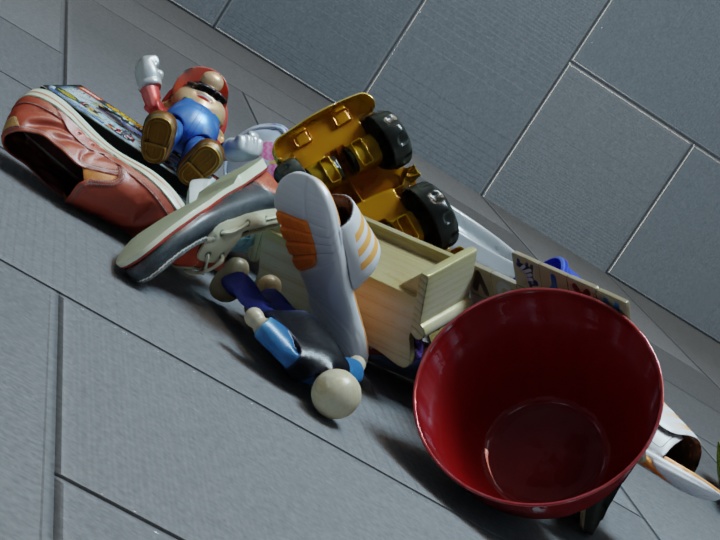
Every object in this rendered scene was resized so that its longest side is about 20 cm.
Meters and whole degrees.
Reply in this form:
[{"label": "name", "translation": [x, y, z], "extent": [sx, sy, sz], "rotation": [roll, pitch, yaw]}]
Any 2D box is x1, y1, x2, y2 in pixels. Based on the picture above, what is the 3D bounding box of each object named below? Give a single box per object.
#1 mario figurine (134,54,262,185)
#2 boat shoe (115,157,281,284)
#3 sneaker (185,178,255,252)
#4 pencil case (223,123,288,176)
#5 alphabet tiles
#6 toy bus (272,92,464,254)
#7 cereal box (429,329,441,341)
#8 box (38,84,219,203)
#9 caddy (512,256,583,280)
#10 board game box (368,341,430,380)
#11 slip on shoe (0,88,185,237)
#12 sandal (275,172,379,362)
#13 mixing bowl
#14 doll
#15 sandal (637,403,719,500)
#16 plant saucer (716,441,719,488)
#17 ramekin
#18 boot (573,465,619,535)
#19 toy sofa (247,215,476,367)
[{"label": "mario figurine", "translation": [-0.162, -0.159, 1.773], "extent": [0.200, 0.106, 0.124], "rotation": [-91, 159, -70]}, {"label": "boat shoe", "translation": [-0.127, -0.031, 1.501], "extent": [0.200, 0.071, 0.063], "rotation": [-40, 108, -52]}, {"label": "sneaker", "translation": [-0.112, -0.050, 1.670], "extent": [0.082, 0.074, 0.200], "rotation": [-1, 7, 7]}, {"label": "pencil case", "translation": [-0.070, -0.082, 1.900], "extent": [0.083, 0.091, 0.200], "rotation": [41, 0, 29]}, {"label": "alphabet tiles", "translation": [0.166, 0.063, 1.562], "extent": [0.200, 0.008, 0.168], "rotation": [26, -42, 45]}, {"label": "toy bus", "translation": [-0.005, -0.055, 1.796], "extent": [0.200, 0.135, 0.192], "rotation": [60, -12, 2]}, {"label": "cereal box", "translation": [0.164, 0.101, 2.011], "extent": [0.200, 0.040, 0.144], "rotation": [32, 9, -11]}, {"label": "box", "translation": [-0.228, -0.118, 1.807], "extent": [0.200, 0.040, 0.137], "rotation": [34, 8, 2]}, {"label": "caddy", "translation": [0.163, 0.063, 1.805], "extent": [0.105, 0.142, 0.200], "rotation": [37, -23, -9]}, {"label": "board game box", "translation": [0.091, 0.102, 1.693], "extent": [0.200, 0.020, 0.103], "rotation": [26, -14, -40]}, {"label": "slip on shoe", "translation": [-0.226, -0.072, 1.541], "extent": [0.200, 0.074, 0.061], "rotation": [40, 47, -6]}, {"label": "sandal", "translation": [-0.017, -0.009, 1.534], "extent": [0.079, 0.059, 0.207], "rotation": [32, -33, 41]}, {"label": "mixing bowl", "translation": [0.147, 0.127, 1.467], "extent": [0.200, 0.200, 0.109], "rotation": [39, -21, 30]}, {"label": "doll", "translation": [-0.050, 0.059, 1.475], "extent": [0.136, 0.049, 0.200], "rotation": [29, 10, -36]}, {"label": "sandal", "translation": [0.241, 0.132, 1.605], "extent": [0.206, 0.059, 0.079], "rotation": [33, -4, 30]}, {"label": "plant saucer", "translation": [0.507, 0.296, 2.146], "extent": [0.200, 0.048, 0.200], "rotation": [34, 9, 0]}, {"label": "ramekin", "translation": [0.091, -0.018, 2.177], "extent": [0.200, 0.105, 0.200], "rotation": [32, 10, -6]}, {"label": "boot", "translation": [0.168, 0.169, 1.612], "extent": [0.138, 0.078, 0.200], "rotation": [31, -5, 11]}, {"label": "toy sofa", "translation": [0.000, 0.000, 1.620], "extent": [0.200, 0.098, 0.083], "rotation": [24, 31, 29]}]
